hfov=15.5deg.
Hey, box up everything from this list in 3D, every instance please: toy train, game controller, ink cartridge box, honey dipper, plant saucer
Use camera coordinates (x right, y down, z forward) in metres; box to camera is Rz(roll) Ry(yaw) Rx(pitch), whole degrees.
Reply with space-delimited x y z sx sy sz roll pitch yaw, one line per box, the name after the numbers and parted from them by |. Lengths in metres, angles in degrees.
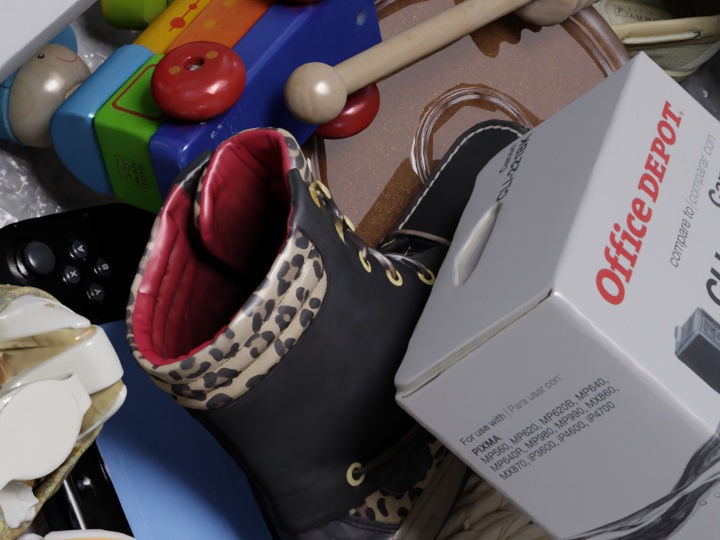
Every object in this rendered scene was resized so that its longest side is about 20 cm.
-0.047 -0.102 1.010 0.116 0.085 0.200 19 52 28 | toy train
-0.073 0.071 0.963 0.104 0.042 0.200 -16 79 -38 | game controller
0.124 0.044 0.913 0.200 0.084 0.144 40 40 -13 | ink cartridge box
0.038 -0.093 1.004 0.200 0.038 0.038 -33 89 -47 | honey dipper
0.043 -0.043 1.067 0.200 0.032 0.201 4 79 -23 | plant saucer

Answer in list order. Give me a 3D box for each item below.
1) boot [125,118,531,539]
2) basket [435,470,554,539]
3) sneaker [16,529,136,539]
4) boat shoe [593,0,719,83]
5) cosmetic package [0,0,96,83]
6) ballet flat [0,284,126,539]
0.000 0.000 0.948 0.151 0.073 0.200 50 61 -44 | boot
0.105 0.161 0.976 0.200 0.136 0.124 32 44 -24 | basket
-0.072 0.163 0.856 0.200 0.078 0.077 59 25 -48 | sneaker
0.079 -0.124 1.143 0.200 0.063 0.073 12 63 -30 | boat shoe
-0.195 -0.137 0.909 0.200 0.151 0.052 51 15 -5 | cosmetic package
-0.109 0.044 0.832 0.071 0.071 0.200 49 19 -6 | ballet flat
